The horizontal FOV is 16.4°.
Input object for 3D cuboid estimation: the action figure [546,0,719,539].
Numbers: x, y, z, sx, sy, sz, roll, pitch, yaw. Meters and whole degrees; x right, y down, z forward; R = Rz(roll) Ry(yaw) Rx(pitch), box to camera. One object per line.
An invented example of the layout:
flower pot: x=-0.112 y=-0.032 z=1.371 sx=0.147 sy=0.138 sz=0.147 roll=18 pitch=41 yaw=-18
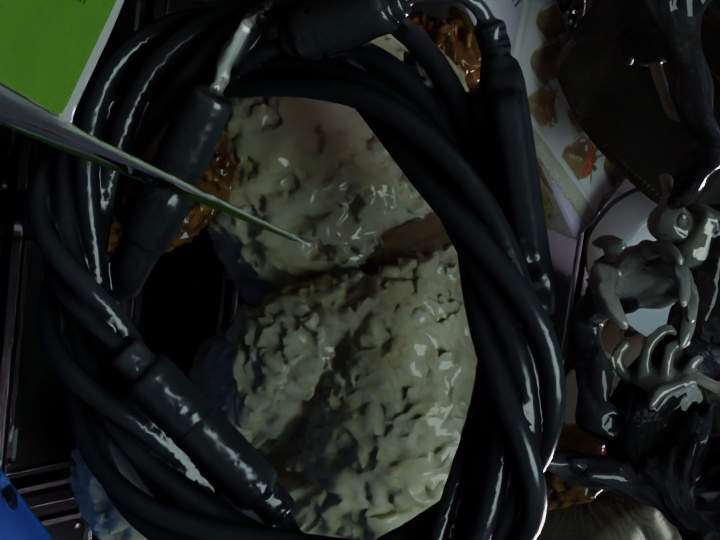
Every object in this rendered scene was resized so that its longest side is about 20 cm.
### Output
action figure: x=0.115 y=0.007 z=0.750 sx=0.118 sy=0.102 sz=0.202 roll=2 pitch=90 yaw=-16

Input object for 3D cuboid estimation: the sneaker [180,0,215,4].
sneaker: x=-0.009 y=-0.177 z=0.790 sx=0.099 sy=0.069 sz=0.201 roll=1 pitch=111 yaw=-62

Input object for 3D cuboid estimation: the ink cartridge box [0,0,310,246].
ink cartridge box: x=-0.108 y=-0.087 z=0.659 sx=0.200 sy=0.147 sz=0.076 roll=27 pitch=85 yaw=-50

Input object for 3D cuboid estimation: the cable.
cable: x=-0.020 y=0.016 z=0.747 sx=0.051 sy=0.162 sz=0.202 roll=-3 pitch=85 yaw=-78

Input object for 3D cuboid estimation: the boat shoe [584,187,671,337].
boat shoe: x=0.151 y=-0.024 z=1.019 sx=0.201 sy=0.086 sz=0.075 roll=-3 pitch=126 yaw=-40

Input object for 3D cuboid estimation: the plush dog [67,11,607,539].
plush dog: x=0.000 y=0.000 z=0.832 sx=0.199 sy=0.160 sz=0.173 roll=-25 pitch=100 yaw=-38

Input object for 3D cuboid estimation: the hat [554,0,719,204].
hat: x=0.126 y=-0.064 z=0.897 sx=0.081 sy=0.201 sz=0.200 roll=-42 pitch=144 yaw=21

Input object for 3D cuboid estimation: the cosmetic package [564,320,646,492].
cosmetic package: x=0.095 y=0.127 z=1.012 sx=0.200 sy=0.087 sz=0.104 roll=-50 pitch=138 yaw=-22

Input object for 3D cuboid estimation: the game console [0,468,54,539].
game console: x=-0.183 y=0.125 z=0.763 sx=0.170 sy=0.119 sz=0.201 roll=-27 pitch=131 yaw=1

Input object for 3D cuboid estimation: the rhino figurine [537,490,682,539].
rhino figurine: x=0.059 y=0.097 z=0.882 sx=0.060 sy=0.199 sz=0.087 roll=68 pitch=26 yaw=-8

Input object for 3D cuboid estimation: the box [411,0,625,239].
box: x=0.044 y=-0.093 z=0.902 sx=0.039 sy=0.041 sz=0.200 roll=-50 pitch=137 yaw=-21
